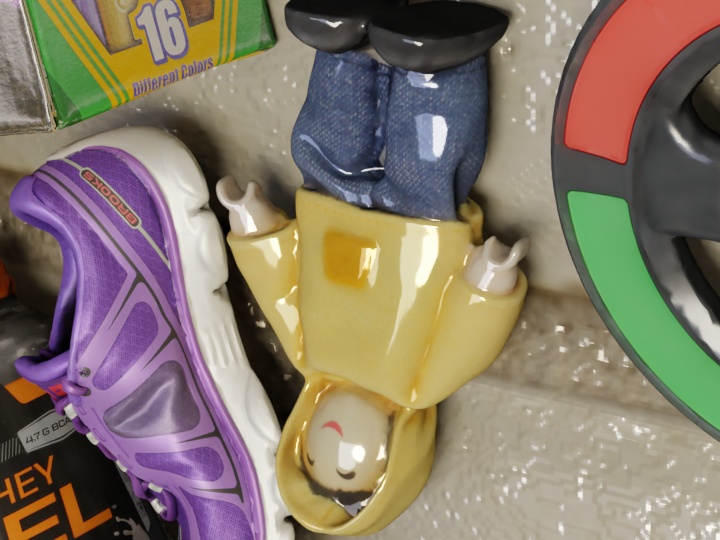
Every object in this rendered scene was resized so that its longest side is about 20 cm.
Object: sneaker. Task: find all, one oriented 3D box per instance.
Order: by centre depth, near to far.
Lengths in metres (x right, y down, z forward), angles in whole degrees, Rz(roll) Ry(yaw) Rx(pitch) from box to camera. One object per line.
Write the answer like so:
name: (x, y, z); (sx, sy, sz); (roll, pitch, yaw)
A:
sneaker: (-0.083, 0.048, 0.816); (0.081, 0.083, 0.201); (2, 110, 71)

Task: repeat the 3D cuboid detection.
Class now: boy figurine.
boy figurine: (0.000, 0.000, 0.763); (0.124, 0.064, 0.201); (19, 116, 26)

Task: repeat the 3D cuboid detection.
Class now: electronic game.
electronic game: (0.146, -0.015, 0.646); (0.200, 0.042, 0.200); (20, 129, 27)

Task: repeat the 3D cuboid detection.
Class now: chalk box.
chalk box: (-0.132, -0.155, 0.762); (0.124, 0.124, 0.201); (-2, 105, 38)

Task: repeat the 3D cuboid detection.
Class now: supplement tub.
supplement tub: (-0.146, 0.102, 0.871); (0.122, 0.122, 0.200); (-25, 93, 40)
